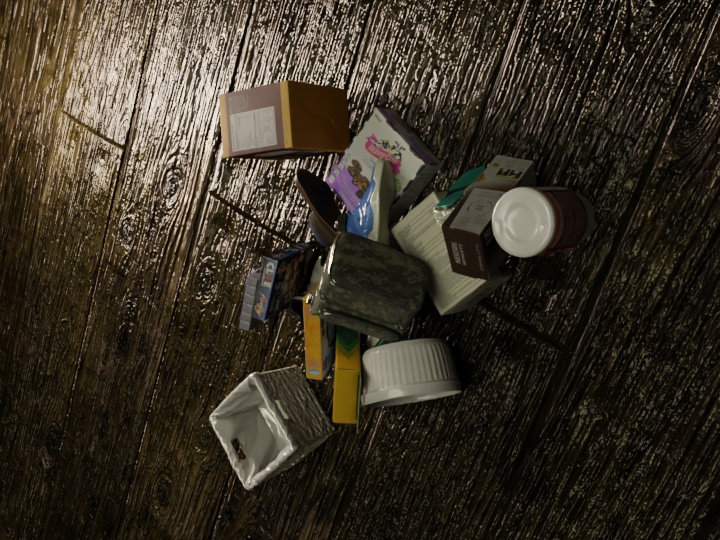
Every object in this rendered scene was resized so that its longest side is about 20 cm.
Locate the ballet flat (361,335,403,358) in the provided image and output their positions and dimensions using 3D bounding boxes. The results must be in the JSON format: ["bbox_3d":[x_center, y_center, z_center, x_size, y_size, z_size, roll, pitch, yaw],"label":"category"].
[{"bbox_3d":[0.033,0.163,1.733,0.069,0.069,0.201,41,128,27],"label":"ballet flat"}]

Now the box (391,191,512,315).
[{"bbox_3d":[0.173,-0.035,1.586,0.128,0.109,0.201,-40,70,34],"label":"box"}]

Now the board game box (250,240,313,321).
[{"bbox_3d":[-0.166,0.019,1.794,0.034,0.200,0.137,19,107,14],"label":"board game box"}]

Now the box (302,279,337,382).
[{"bbox_3d":[-0.078,0.128,1.706,0.041,0.119,0.202,3,112,16],"label":"box"}]

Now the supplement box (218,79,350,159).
[{"bbox_3d":[-0.159,-0.310,1.757,0.199,0.197,0.134,-2,93,37],"label":"supplement box"}]

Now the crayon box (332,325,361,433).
[{"bbox_3d":[-0.027,0.212,1.655,0.051,0.200,0.127,2,115,-3],"label":"crayon box"}]

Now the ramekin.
[{"bbox_3d":[0.093,0.199,1.622,0.199,0.199,0.106,-19,73,37],"label":"ramekin"}]

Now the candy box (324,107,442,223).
[{"bbox_3d":[0.044,-0.200,1.691,0.168,0.071,0.200,52,122,22],"label":"candy box"}]

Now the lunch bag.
[{"bbox_3d":[0.013,0.047,1.550,0.168,0.198,0.140,121,164,-52],"label":"lunch bag"}]

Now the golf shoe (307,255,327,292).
[{"bbox_3d":[-0.029,0.020,1.771,0.199,0.078,0.098,12,95,35],"label":"golf shoe"}]

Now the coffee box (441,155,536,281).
[{"bbox_3d":[0.232,-0.094,1.463,0.079,0.200,0.115,16,142,34],"label":"coffee box"}]

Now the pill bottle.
[{"bbox_3d":[0.317,-0.085,1.414,0.113,0.199,0.115,4,97,37],"label":"pill bottle"}]

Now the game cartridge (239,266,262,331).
[{"bbox_3d":[-0.202,0.042,1.819,0.038,0.200,0.131,22,113,13],"label":"game cartridge"}]

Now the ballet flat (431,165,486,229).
[{"bbox_3d":[0.187,-0.125,1.528,0.071,0.200,0.072,16,126,24],"label":"ballet flat"}]

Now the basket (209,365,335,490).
[{"bbox_3d":[-0.200,0.350,1.876,0.200,0.160,0.199,-44,69,31],"label":"basket"}]

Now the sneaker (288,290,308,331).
[{"bbox_3d":[-0.087,0.133,1.815,0.200,0.087,0.076,50,119,21],"label":"sneaker"}]

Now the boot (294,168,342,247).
[{"bbox_3d":[-0.094,-0.122,1.761,0.097,0.075,0.200,-16,121,45],"label":"boot"}]

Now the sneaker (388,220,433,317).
[{"bbox_3d":[0.106,0.005,1.655,0.120,0.083,0.202,10,108,41],"label":"sneaker"}]

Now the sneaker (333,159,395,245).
[{"bbox_3d":[0.002,-0.117,1.618,0.110,0.077,0.202,1,84,27],"label":"sneaker"}]
